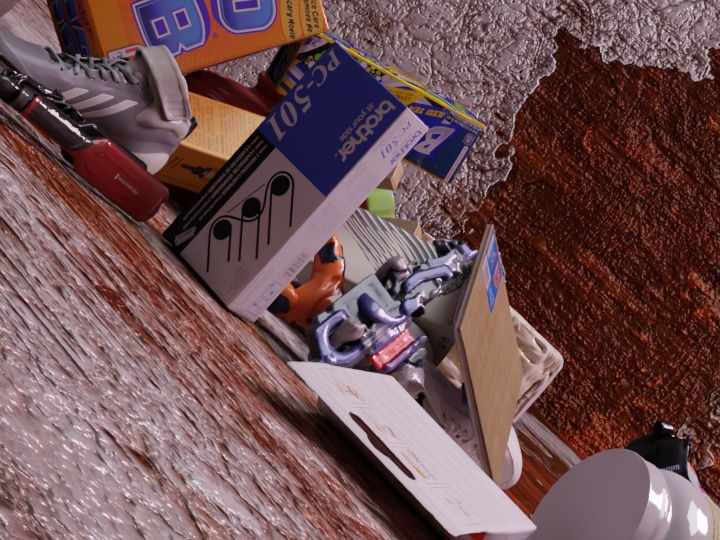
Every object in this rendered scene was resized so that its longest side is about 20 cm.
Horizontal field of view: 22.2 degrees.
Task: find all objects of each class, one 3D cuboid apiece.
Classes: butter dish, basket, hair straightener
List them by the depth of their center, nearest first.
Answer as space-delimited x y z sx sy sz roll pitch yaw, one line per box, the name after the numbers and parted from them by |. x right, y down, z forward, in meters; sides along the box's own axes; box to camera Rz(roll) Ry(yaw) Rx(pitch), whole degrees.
-0.221 -0.103 1.315 0.200 0.041 0.077 33 9 -47 | hair straightener
-0.123 -0.129 1.769 0.200 0.148 0.199 43 3 0 | butter dish
0.096 0.071 1.900 0.200 0.136 0.123 43 0 13 | basket

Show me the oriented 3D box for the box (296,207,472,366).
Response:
0.000 0.000 1.601 0.199 0.082 0.068 26 -34 -5 | box

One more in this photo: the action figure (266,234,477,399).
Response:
-0.006 0.024 1.462 0.194 0.199 0.105 51 -38 15 | action figure

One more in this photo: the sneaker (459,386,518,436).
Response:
0.115 0.149 1.724 0.080 0.071 0.200 42 -2 2 | sneaker

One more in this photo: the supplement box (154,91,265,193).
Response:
-0.106 -0.100 1.632 0.199 0.066 0.069 15 56 -35 | supplement box

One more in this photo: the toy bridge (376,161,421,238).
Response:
0.020 -0.034 1.641 0.067 0.027 0.201 9 -36 22 | toy bridge

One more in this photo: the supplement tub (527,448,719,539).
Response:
0.231 0.240 1.376 0.200 0.145 0.145 42 4 -24 | supplement tub

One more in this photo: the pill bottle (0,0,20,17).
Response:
-0.354 -0.300 1.499 0.200 0.110 0.110 42 4 -28 | pill bottle

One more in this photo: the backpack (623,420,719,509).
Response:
0.265 0.253 1.595 0.127 0.167 0.200 47 6 -40 | backpack

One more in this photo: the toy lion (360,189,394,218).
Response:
-0.009 -0.041 1.796 0.192 0.068 0.201 -119 -153 -51 | toy lion

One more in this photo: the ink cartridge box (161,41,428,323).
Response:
-0.051 -0.067 1.387 0.094 0.200 0.044 45 4 32 | ink cartridge box

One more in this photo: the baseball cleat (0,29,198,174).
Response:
-0.205 -0.151 1.420 0.200 0.106 0.070 36 12 -49 | baseball cleat

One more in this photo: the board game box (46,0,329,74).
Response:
-0.171 -0.273 1.620 0.200 0.199 0.201 -172 -115 -73 | board game box

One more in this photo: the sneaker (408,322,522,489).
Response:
0.063 0.132 1.567 0.200 0.075 0.100 45 26 -21 | sneaker

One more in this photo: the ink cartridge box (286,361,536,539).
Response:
0.028 0.136 1.239 0.162 0.050 0.200 45 12 19 | ink cartridge box

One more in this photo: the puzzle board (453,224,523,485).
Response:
0.105 0.070 1.539 0.200 0.017 0.152 -67 147 -62 | puzzle board

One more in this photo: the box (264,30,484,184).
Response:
0.014 -0.161 1.735 0.199 0.070 0.064 27 13 -21 | box
